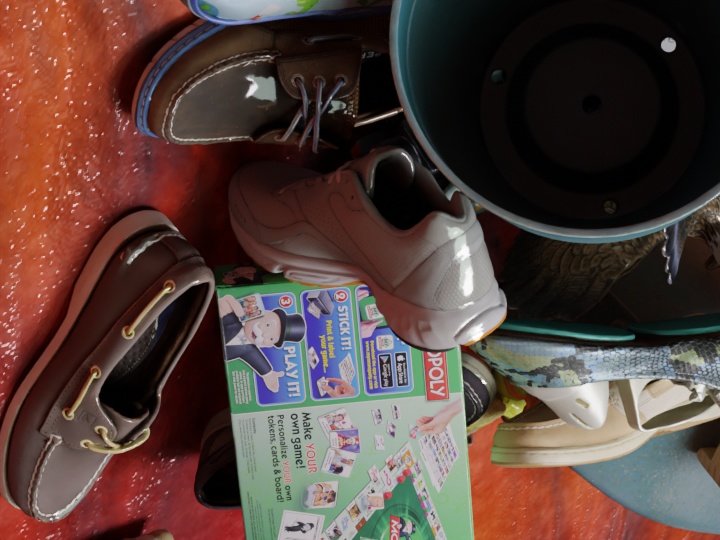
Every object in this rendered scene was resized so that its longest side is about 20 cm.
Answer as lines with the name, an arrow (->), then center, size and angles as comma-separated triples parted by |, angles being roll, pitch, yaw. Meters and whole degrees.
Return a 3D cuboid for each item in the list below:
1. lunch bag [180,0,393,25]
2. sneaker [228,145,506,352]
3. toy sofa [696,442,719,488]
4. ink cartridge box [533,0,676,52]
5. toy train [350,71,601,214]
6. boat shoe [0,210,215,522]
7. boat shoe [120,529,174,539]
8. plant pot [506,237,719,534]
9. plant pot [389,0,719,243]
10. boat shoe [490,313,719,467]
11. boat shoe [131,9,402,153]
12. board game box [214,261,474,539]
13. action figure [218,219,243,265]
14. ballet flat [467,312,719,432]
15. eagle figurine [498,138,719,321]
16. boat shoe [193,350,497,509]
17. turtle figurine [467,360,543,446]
lunch bag -> -0.015, -0.210, 1.381 | 0.200, 0.082, 0.161 | -12, 134, -45
sneaker -> 0.001, -0.035, 1.493 | 0.076, 0.200, 0.092 | -31, 129, -33
toy sofa -> 0.296, 0.071, 1.720 | 0.083, 0.098, 0.200 | 3, 124, -31
ink cartridge box -> 0.180, -0.208, 1.559 | 0.147, 0.086, 0.200 | 10, 128, -7
toy train -> 0.073, -0.074, 1.628 | 0.200, 0.085, 0.114 | -25, 164, -36
boat shoe -> -0.141, 0.065, 1.546 | 0.072, 0.060, 0.200 | 1, 124, -50
boat shoe -> -0.146, 0.248, 1.740 | 0.076, 0.072, 0.200 | -36, 151, -49
plant pot -> 0.203, 0.053, 1.843 | 0.200, 0.196, 0.197 | 0, 125, -39
plant pot -> 0.123, -0.102, 1.448 | 0.200, 0.200, 0.188 | -47, 171, -2
boat shoe -> 0.148, 0.070, 1.662 | 0.200, 0.074, 0.069 | -16, 101, -46
boat shoe -> -0.030, -0.103, 1.487 | 0.200, 0.072, 0.072 | -21, 139, -37
board game box -> -0.007, 0.085, 1.581 | 0.134, 0.029, 0.200 | -5, 118, -1
action figure -> 0.000, 0.000, 1.649 | 0.200, 0.065, 0.052 | 3, 100, -51
ballet flat -> 0.148, 0.060, 1.587 | 0.199, 0.074, 0.074 | 0, 127, -26
eagle figurine -> 0.192, -0.042, 1.648 | 0.200, 0.151, 0.152 | -5, 117, -39
boat shoe -> -0.012, 0.101, 1.642 | 0.072, 0.200, 0.065 | 58, 30, -30
turtle figurine -> 0.057, 0.079, 1.705 | 0.161, 0.065, 0.200 | -15, 155, 38
